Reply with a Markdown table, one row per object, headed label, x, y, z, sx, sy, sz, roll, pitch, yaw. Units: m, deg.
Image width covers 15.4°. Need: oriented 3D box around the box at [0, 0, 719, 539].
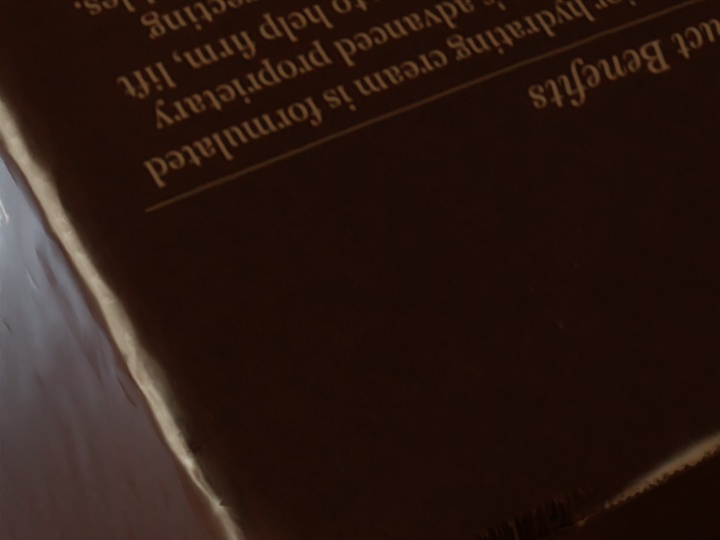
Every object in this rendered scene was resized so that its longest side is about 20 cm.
| label | x | y | z | sx | sy | sz | roll | pitch | yaw |
| --- | --- | --- | --- | --- | --- | --- | --- | --- | --- |
| box | -0.007 | -0.008 | 0.539 | 0.200 | 0.166 | 0.164 | 59 | 154 | 21 |
